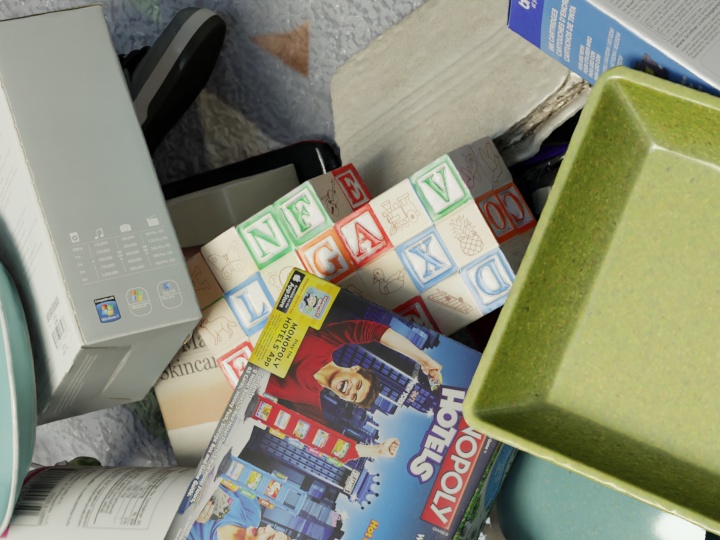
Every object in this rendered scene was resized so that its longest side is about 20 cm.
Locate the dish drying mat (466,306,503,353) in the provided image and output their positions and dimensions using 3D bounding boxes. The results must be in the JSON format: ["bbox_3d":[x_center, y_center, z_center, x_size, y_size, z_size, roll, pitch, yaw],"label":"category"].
[{"bbox_3d":[0.090,0.010,1.358,0.077,0.018,0.201,-34,83,23],"label":"dish drying mat"}]

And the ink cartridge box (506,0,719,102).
[{"bbox_3d":[0.172,-0.156,1.197,0.200,0.136,0.076,38,156,17],"label":"ink cartridge box"}]

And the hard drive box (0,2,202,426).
[{"bbox_3d":[-0.174,-0.030,1.318,0.201,0.076,0.156,71,156,13],"label":"hard drive box"}]

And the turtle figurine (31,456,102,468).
[{"bbox_3d":[-0.171,0.202,1.477,0.192,0.200,0.145,-2,69,8],"label":"turtle figurine"}]

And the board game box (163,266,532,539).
[{"bbox_3d":[0.013,0.131,1.197,0.199,0.062,0.201,25,88,19],"label":"board game box"}]

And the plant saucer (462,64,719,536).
[{"bbox_3d":[0.177,0.022,1.113,0.199,0.048,0.201,22,88,28],"label":"plant saucer"}]

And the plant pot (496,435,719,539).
[{"bbox_3d":[0.153,0.117,1.236,0.134,0.200,0.202,9,107,23],"label":"plant pot"}]

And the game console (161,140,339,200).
[{"bbox_3d":[-0.066,0.030,1.454,0.176,0.031,0.201,-15,95,33],"label":"game console"}]

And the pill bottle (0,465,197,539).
[{"bbox_3d":[-0.118,0.175,1.339,0.199,0.113,0.114,-2,101,34],"label":"pill bottle"}]

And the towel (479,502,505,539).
[{"bbox_3d":[0.058,0.147,1.346,0.131,0.034,0.202,3,100,8],"label":"towel"}]

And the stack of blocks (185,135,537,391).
[{"bbox_3d":[0.000,0.000,1.265,0.199,0.059,0.116,-31,88,31],"label":"stack of blocks"}]

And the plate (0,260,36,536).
[{"bbox_3d":[-0.223,0.060,1.335,0.200,0.025,0.202,174,90,-68],"label":"plate"}]

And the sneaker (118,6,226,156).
[{"bbox_3d":[-0.178,-0.122,1.457,0.121,0.084,0.200,42,121,5],"label":"sneaker"}]

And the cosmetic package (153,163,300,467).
[{"bbox_3d":[-0.073,0.046,1.399,0.103,0.087,0.201,-16,94,31],"label":"cosmetic package"}]

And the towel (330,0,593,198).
[{"bbox_3d":[0.060,-0.111,1.307,0.200,0.034,0.133,-33,48,34],"label":"towel"}]

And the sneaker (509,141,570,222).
[{"bbox_3d":[0.112,-0.042,1.278,0.199,0.099,0.070,-13,90,27],"label":"sneaker"}]
